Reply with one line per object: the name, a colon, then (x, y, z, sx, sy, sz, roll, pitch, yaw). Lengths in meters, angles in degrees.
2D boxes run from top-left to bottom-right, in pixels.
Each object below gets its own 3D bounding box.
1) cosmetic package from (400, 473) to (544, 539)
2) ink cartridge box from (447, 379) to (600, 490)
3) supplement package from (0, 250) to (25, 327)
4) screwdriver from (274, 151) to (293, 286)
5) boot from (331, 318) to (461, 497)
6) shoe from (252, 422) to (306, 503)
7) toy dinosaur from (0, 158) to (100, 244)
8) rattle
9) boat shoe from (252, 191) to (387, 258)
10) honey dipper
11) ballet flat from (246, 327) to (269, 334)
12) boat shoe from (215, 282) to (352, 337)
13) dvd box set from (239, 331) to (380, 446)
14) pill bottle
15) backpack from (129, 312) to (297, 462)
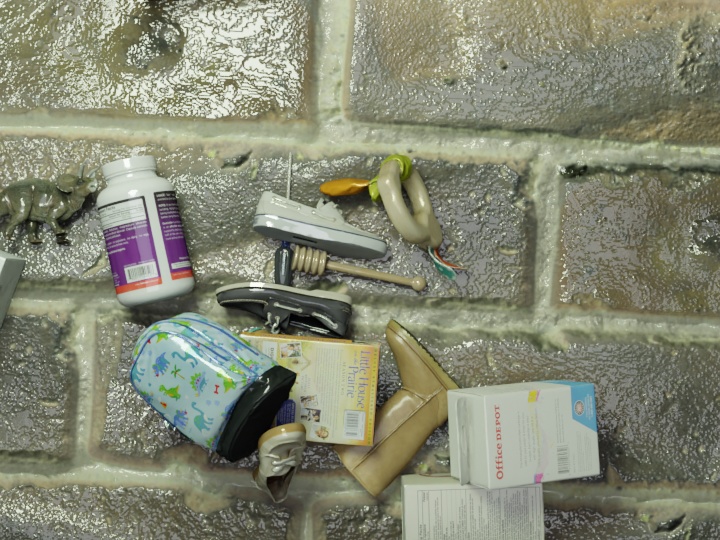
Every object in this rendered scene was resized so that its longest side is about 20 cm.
cosmetic package: (0.158, 0.344, 1.719, 0.198, 0.087, 0.104, 0, 91, -2)
ink cartridge box: (0.213, 0.225, 1.674, 0.198, 0.125, 0.130, -3, 89, -20)
supplement package: (-0.596, 0.001, 1.696, 0.198, 0.110, 0.115, 20, 89, -1)
screwdriver: (-0.104, -0.072, 1.750, 0.029, 0.028, 0.202, 6, 87, 28)
boot: (0.036, 0.197, 1.730, 0.200, 0.066, 0.175, -42, 90, 0)
shoe: (-0.108, 0.266, 1.663, 0.069, 0.200, 0.054, -13, 64, -19)
toy dinosaur: (-0.463, -0.093, 1.728, 0.198, 0.077, 0.103, -5, 78, 4)
rattle: (0.049, -0.055, 1.732, 0.142, 0.130, 0.201, -27, 117, 9)
boat shoe: (-0.053, -0.069, 1.725, 0.198, 0.071, 0.070, 13, 74, -8)
honey dipper: (0.000, 0.000, 1.738, 0.198, 0.038, 0.038, 11, 89, -8)
ballet flat: (-0.213, 0.148, 1.719, 0.199, 0.069, 0.063, -26, 67, -1)
boat shoe: (-0.111, 0.058, 1.720, 0.198, 0.073, 0.063, 6, 75, -6)
dvd box set: (-0.074, 0.165, 1.685, 0.198, 0.029, 0.148, 4, 100, 3)
pill bottle: (-0.307, -0.055, 1.701, 0.111, 0.112, 0.202, -12, 89, -1)
backpack: (-0.213, 0.145, 1.625, 0.200, 0.153, 0.164, 45, 117, 23)
